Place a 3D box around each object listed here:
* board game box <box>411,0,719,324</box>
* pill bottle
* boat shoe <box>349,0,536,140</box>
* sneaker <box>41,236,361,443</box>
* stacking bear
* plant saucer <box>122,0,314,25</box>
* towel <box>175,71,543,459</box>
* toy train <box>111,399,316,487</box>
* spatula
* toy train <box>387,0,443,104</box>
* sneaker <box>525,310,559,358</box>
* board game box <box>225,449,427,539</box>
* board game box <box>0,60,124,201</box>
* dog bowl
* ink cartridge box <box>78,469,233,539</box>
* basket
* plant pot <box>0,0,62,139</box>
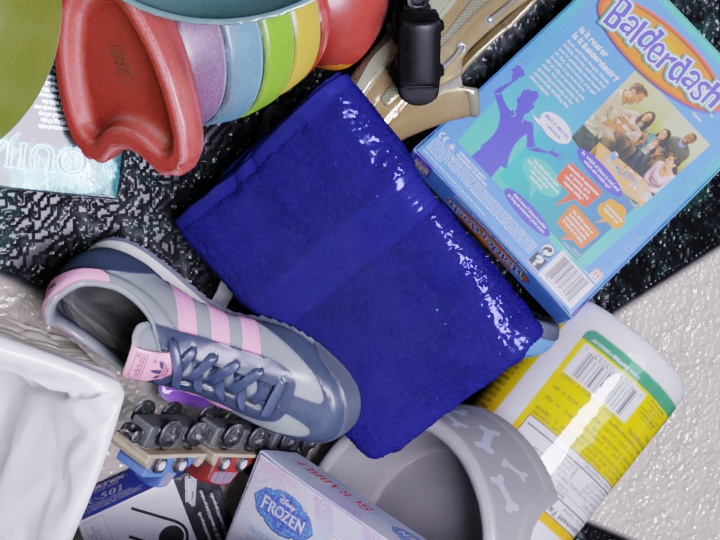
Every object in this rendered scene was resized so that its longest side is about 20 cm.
[{"bbox_3d":[0.154,-0.088,0.900,0.200,0.045,0.152,-42,87,-8],"label":"board game box"},{"bbox_3d":[0.121,0.126,0.928,0.113,0.113,0.200,42,84,-24],"label":"pill bottle"},{"bbox_3d":[0.043,-0.120,0.852,0.076,0.072,0.201,36,87,4],"label":"boat shoe"},{"bbox_3d":[-0.098,0.054,0.793,0.199,0.082,0.071,26,116,10],"label":"sneaker"},{"bbox_3d":[-0.065,-0.143,0.784,0.199,0.121,0.115,-26,116,-37],"label":"stacking bear"},{"bbox_3d":[-0.070,-0.218,0.692,0.198,0.036,0.202,0,82,1],"label":"plant saucer"},{"bbox_3d":[0.000,0.000,0.813,0.147,0.050,0.200,-38,90,24],"label":"towel"},{"bbox_3d":[-0.087,0.109,0.829,0.046,0.034,0.200,-62,152,6],"label":"toy train"},{"bbox_3d":[-0.079,-0.009,0.867,0.056,0.021,0.202,15,95,-23],"label":"spatula"},{"bbox_3d":[0.031,-0.187,0.752,0.034,0.046,0.201,-3,120,-1],"label":"toy train"},{"bbox_3d":[0.031,0.052,0.888,0.198,0.066,0.079,4,95,-8],"label":"sneaker"},{"bbox_3d":[-0.018,0.241,0.801,0.041,0.199,0.201,13,102,-52],"label":"board game box"},{"bbox_3d":[-0.231,-0.117,0.777,0.198,0.028,0.137,6,100,-24],"label":"board game box"},{"bbox_3d":[0.034,0.180,0.853,0.058,0.199,0.202,19,95,-43],"label":"dog bowl"},{"bbox_3d":[-0.113,0.222,0.892,0.093,0.044,0.201,-22,109,-14],"label":"ink cartridge box"},{"bbox_3d":[-0.240,0.121,0.775,0.135,0.123,0.201,22,92,-24],"label":"basket"},{"bbox_3d":[-0.250,-0.127,0.627,0.185,0.200,0.189,0,100,-2],"label":"plant pot"}]
